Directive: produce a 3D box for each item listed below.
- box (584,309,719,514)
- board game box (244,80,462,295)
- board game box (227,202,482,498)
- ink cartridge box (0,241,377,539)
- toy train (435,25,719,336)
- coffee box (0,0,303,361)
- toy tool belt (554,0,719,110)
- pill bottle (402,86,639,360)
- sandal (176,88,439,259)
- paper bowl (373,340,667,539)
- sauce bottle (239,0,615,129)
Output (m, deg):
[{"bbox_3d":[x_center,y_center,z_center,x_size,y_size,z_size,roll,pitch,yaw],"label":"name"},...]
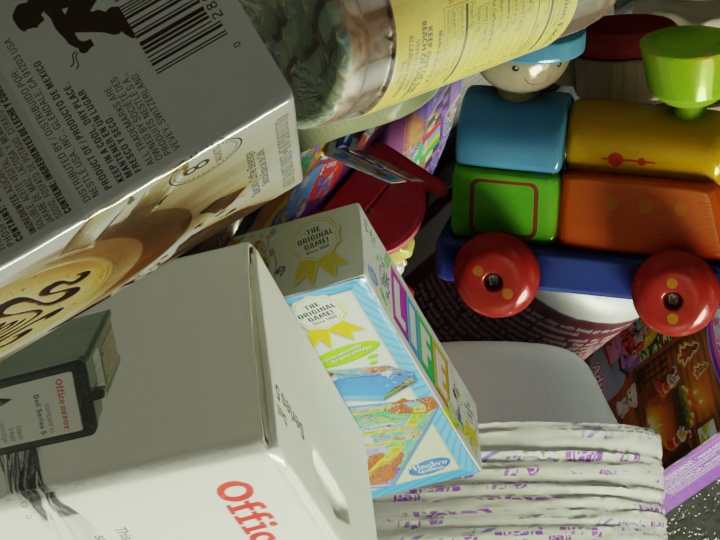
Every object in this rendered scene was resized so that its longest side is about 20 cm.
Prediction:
[{"bbox_3d":[0.151,0.000,1.404,0.039,0.201,0.137,7,150,-31],"label":"box"},{"bbox_3d":[0.000,0.000,1.172,0.159,0.039,0.200,-63,164,15],"label":"board game box"},{"bbox_3d":[-0.069,0.051,1.091,0.199,0.034,0.135,-15,141,14],"label":"board game box"},{"bbox_3d":[-0.105,0.080,1.019,0.199,0.085,0.146,-13,147,10],"label":"ink cartridge box"},{"bbox_3d":[0.131,-0.041,1.118,0.198,0.117,0.085,6,-157,12],"label":"toy train"},{"bbox_3d":[-0.120,-0.017,0.810,0.199,0.080,0.113,-31,171,-5],"label":"coffee box"},{"bbox_3d":[0.160,-0.060,1.235,0.124,0.124,0.199,10,-159,39],"label":"toy tool belt"},{"bbox_3d":[0.081,-0.010,1.373,0.114,0.115,0.200,-23,168,-39],"label":"pill bottle"},{"bbox_3d":[-0.053,-0.031,1.008,0.200,0.058,0.080,-23,168,-16],"label":"sandal"},{"bbox_3d":[0.035,0.090,1.298,0.199,0.105,0.201,-3,172,0],"label":"paper bowl"},{"bbox_3d":[0.042,-0.100,0.948,0.199,0.065,0.065,-24,169,-43],"label":"sauce bottle"}]
